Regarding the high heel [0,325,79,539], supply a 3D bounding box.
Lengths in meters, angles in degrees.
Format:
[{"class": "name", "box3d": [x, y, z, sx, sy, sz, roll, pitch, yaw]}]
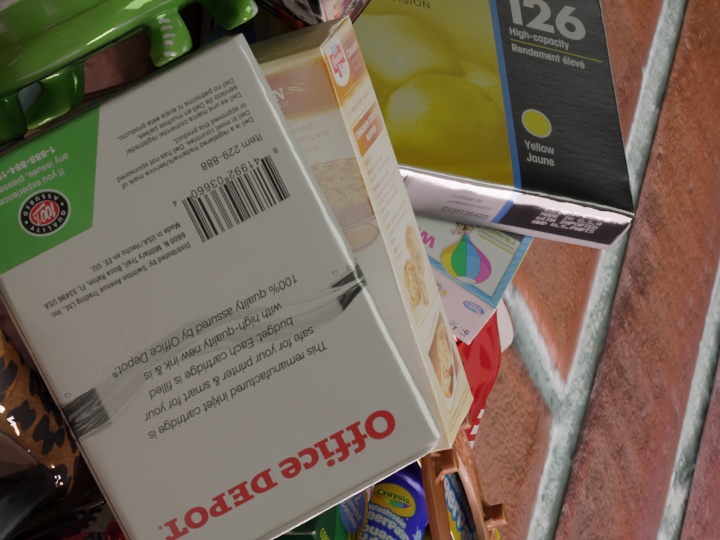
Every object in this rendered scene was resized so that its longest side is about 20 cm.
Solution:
[{"class": "high heel", "box3d": [-0.175, 0.024, 1.190, 0.143, 0.071, 0.202, -49, 132, -66]}]

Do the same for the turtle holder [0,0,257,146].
[{"class": "turtle holder", "box3d": [-0.124, -0.148, 1.216, 0.185, 0.140, 0.132, -34, 99, -49]}]

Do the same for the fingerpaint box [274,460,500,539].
[{"class": "fingerpaint box", "box3d": [0.002, 0.149, 1.527, 0.167, 0.073, 0.201, -68, 146, -41]}]

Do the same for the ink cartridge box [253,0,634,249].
[{"class": "ink cartridge box", "box3d": [0.040, -0.116, 1.418, 0.196, 0.047, 0.201, 9, 55, -22]}]

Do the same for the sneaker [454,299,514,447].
[{"class": "sneaker", "box3d": [0.049, 0.050, 1.609, 0.200, 0.078, 0.116, 59, 38, -59]}]

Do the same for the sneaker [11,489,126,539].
[{"class": "sneaker", "box3d": [-0.135, 0.145, 1.251, 0.200, 0.074, 0.081, 2, 74, -79]}]

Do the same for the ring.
[{"class": "ring", "box3d": [0.067, 0.162, 1.494, 0.200, 0.019, 0.202, -14, 90, -80]}]

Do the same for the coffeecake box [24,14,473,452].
[{"class": "coffeecake box", "box3d": [-0.051, -0.001, 1.296, 0.073, 0.152, 0.201, -57, 131, -70]}]

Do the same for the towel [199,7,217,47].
[{"class": "towel", "box3d": [-0.037, -0.073, 1.523, 0.200, 0.023, 0.145, 26, 64, -61]}]

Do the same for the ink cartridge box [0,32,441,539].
[{"class": "ink cartridge box", "box3d": [-0.073, 0.017, 1.197, 0.201, 0.145, 0.084, 64, -4, -7]}]

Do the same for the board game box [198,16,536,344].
[{"class": "board game box", "box3d": [0.004, -0.068, 1.415, 0.034, 0.199, 0.135, -54, -177, 47]}]

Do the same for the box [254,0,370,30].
[{"class": "box", "box3d": [-0.065, -0.186, 1.274, 0.040, 0.137, 0.200, -53, 167, -10]}]
